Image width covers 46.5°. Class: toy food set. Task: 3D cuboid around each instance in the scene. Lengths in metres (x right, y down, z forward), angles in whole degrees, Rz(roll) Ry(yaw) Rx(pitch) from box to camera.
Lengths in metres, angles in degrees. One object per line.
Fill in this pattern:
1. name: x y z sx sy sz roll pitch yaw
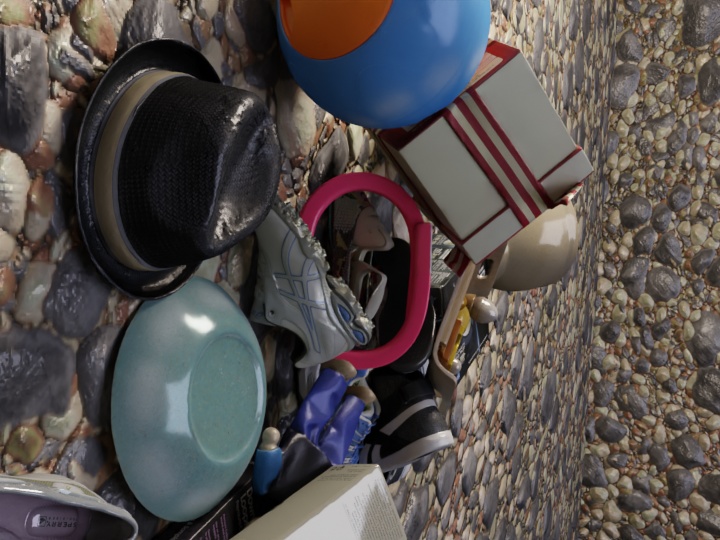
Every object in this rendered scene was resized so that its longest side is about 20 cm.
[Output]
1. toy food set: 0.126 0.073 0.990 0.144 0.060 0.201 96 16 -59

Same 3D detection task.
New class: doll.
1. doll: -0.049 0.185 0.792 0.137 0.048 0.201 56 47 -28

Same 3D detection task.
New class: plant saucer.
1. plant saucer: -0.124 0.104 0.694 0.201 0.038 0.203 13 75 -63

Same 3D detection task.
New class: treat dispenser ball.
1. treat dispenser ball: 0.021 -0.235 0.781 0.201 0.199 0.203 5 90 -66

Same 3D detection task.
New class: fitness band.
1. fitness band: 0.000 0.000 0.862 0.037 0.142 0.202 -165 -101 -85

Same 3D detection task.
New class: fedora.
1. fedora: -0.121 -0.074 0.627 0.200 0.091 0.203 5 90 -65

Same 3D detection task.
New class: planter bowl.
1. planter bowl: 0.214 -0.054 1.292 0.134 0.200 0.202 -18 114 -34

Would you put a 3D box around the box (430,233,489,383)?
1. box: 0.113 0.057 1.181 0.200 0.085 0.165 -40 130 -57

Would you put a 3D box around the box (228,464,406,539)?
1. box: -0.055 0.242 0.695 0.199 0.068 0.083 -24 97 -43

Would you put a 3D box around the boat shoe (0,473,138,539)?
1. boat shoe: -0.217 0.156 0.494 0.202 0.064 0.075 31 67 -63

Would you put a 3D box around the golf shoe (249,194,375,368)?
1. golf shoe: -0.071 0.008 0.780 0.201 0.097 0.078 58 -1 -20

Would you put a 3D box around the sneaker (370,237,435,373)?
1. sneaker: 0.047 0.065 0.983 0.202 0.067 0.108 -98 -175 -46

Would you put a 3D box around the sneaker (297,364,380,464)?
1. sneaker: -0.021 0.175 0.920 0.076 0.076 0.202 -47 138 -56

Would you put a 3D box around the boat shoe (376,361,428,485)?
1. boat shoe: 0.038 0.177 1.067 0.068 0.071 0.202 -4 105 -67

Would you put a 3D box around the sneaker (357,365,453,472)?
1. sneaker: 0.033 0.172 0.976 0.073 0.200 0.113 -7 71 -32

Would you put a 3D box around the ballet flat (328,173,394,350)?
1. ballet flat: -0.001 -0.006 0.933 0.069 0.071 0.202 11 84 -58

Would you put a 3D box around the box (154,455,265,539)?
1. box: -0.134 0.274 0.738 0.200 0.036 0.144 -39 130 -60

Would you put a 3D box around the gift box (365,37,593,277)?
1. gift box: 0.123 -0.120 0.904 0.187 0.184 0.200 50 7 -29
